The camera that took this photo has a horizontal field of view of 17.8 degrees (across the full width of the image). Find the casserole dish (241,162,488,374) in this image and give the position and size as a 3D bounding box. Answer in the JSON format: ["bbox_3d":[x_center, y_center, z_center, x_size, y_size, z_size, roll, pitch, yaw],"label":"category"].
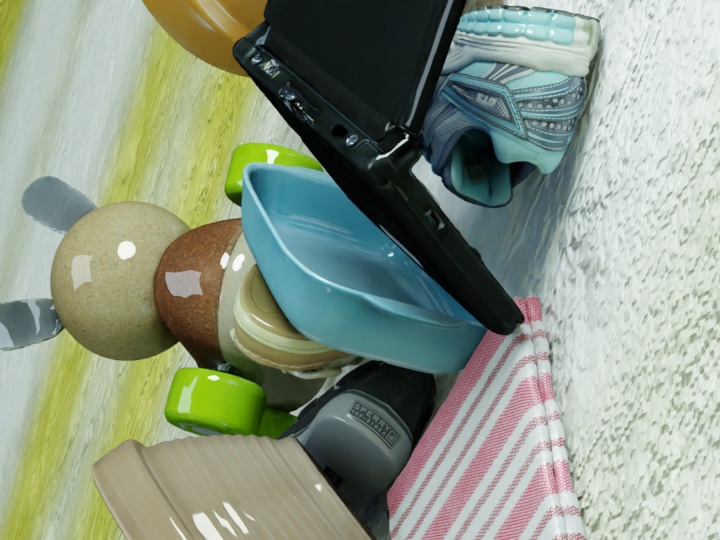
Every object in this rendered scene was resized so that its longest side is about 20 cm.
[{"bbox_3d":[0.000,0.000,1.160,0.200,0.121,0.039,-120,49,-63],"label":"casserole dish"}]

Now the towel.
[{"bbox_3d":[0.061,0.126,1.045,0.200,0.030,0.146,-97,28,-47],"label":"towel"}]

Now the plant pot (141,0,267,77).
[{"bbox_3d":[-0.008,-0.211,1.269,0.183,0.200,0.201,0,78,56],"label":"plant pot"}]

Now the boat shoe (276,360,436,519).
[{"bbox_3d":[-0.009,0.099,1.242,0.057,0.069,0.200,-52,4,-27],"label":"boat shoe"}]

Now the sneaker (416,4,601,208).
[{"bbox_3d":[0.049,-0.074,1.144,0.200,0.077,0.087,163,115,-71],"label":"sneaker"}]

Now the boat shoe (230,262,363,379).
[{"bbox_3d":[-0.026,0.030,1.220,0.201,0.073,0.063,-45,-21,-76],"label":"boat shoe"}]

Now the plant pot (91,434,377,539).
[{"bbox_3d":[-0.039,0.150,1.154,0.093,0.201,0.201,-38,20,-2],"label":"plant pot"}]

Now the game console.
[{"bbox_3d":[0.027,-0.092,1.081,0.116,0.176,0.200,-41,29,-2],"label":"game console"}]

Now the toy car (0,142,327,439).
[{"bbox_3d":[-0.121,0.013,1.352,0.158,0.200,0.165,46,-124,-65],"label":"toy car"}]
